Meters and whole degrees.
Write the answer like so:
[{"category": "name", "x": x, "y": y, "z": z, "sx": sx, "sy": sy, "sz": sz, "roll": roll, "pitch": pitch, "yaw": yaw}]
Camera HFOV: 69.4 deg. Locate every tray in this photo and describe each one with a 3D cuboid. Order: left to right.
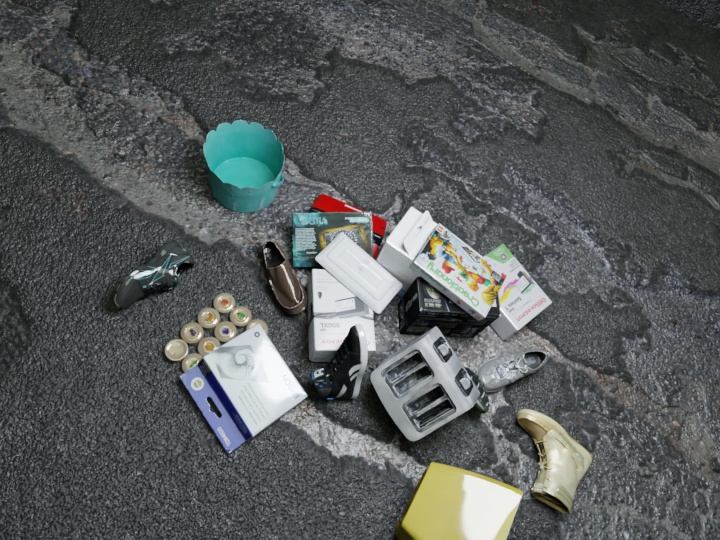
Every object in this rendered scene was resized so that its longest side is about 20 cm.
[{"category": "tray", "x": 0.000, "y": 0.000, "z": 1.225, "sx": 0.200, "sy": 0.022, "sz": 0.107, "roll": 41, "pitch": 58, "yaw": 5}]

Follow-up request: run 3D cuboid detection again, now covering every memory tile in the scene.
[{"category": "memory tile", "x": -0.320, "y": 0.155, "z": 1.166, "sx": 0.153, "sy": 0.017, "sz": 0.200, "roll": 38, "pitch": 62, "yaw": 6}]

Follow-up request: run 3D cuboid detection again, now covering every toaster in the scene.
[{"category": "toaster", "x": 0.132, "y": 0.248, "z": 1.136, "sx": 0.199, "sy": 0.119, "sz": 0.182, "roll": -35, "pitch": 81, "yaw": 15}]

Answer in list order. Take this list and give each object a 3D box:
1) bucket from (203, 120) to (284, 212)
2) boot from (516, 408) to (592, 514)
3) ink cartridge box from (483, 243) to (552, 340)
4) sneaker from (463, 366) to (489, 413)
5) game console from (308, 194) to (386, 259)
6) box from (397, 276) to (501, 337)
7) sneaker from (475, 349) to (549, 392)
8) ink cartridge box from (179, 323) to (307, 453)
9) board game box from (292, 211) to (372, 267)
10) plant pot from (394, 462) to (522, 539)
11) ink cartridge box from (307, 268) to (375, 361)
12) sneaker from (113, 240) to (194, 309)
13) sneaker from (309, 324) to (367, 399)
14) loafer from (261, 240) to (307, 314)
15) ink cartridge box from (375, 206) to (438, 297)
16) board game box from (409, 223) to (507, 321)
[{"category": "bucket", "x": -0.291, "y": -0.256, "z": 1.309, "sx": 0.205, "sy": 0.135, "sz": 0.209, "roll": 6, "pitch": 64, "yaw": -11}, {"category": "boot", "x": 0.418, "y": 0.429, "z": 1.182, "sx": 0.200, "sy": 0.073, "sz": 0.156, "roll": 41, "pitch": 59, "yaw": 2}, {"category": "ink cartridge box", "x": 0.371, "y": 0.055, "z": 1.349, "sx": 0.144, "sy": 0.084, "sz": 0.201, "roll": -31, "pitch": 75, "yaw": -25}, {"category": "sneaker", "x": 0.218, "y": 0.259, "z": 1.218, "sx": 0.200, "sy": 0.080, "sz": 0.074, "roll": 42, "pitch": 25, "yaw": 12}, {"category": "game console", "x": -0.048, "y": -0.088, "z": 1.354, "sx": 0.199, "sy": 0.119, "sz": 0.173, "roll": 23, "pitch": 30, "yaw": -3}, {"category": "box", "x": 0.207, "y": 0.092, "z": 1.245, "sx": 0.198, "sy": 0.164, "sz": 0.087, "roll": 4, "pitch": 63, "yaw": -11}, {"category": "sneaker", "x": 0.368, "y": 0.230, "z": 1.262, "sx": 0.199, "sy": 0.082, "sz": 0.075, "roll": -20, "pitch": 70, "yaw": -22}, {"category": "ink cartridge box", "x": -0.248, "y": 0.247, "z": 1.112, "sx": 0.199, "sy": 0.041, "sz": 0.200, "roll": -33, "pitch": 81, "yaw": -27}, {"category": "board game box", "x": -0.068, "y": -0.076, "z": 1.283, "sx": 0.198, "sy": 0.028, "sz": 0.137, "roll": 0, "pitch": 91, "yaw": -1}, {"category": "plant pot", "x": 0.178, "y": 0.499, "z": 1.030, "sx": 0.175, "sy": 0.201, "sz": 0.201, "roll": 27, "pitch": 60, "yaw": 14}, {"category": "ink cartridge box", "x": -0.047, "y": 0.106, "z": 1.219, "sx": 0.143, "sy": 0.084, "sz": 0.202, "roll": 2, "pitch": 64, "yaw": -14}, {"category": "sneaker", "x": -0.460, "y": 0.017, "z": 1.167, "sx": 0.079, "sy": 0.075, "sz": 0.200, "roll": 37, "pitch": 62, "yaw": 4}, {"category": "sneaker", "x": -0.051, "y": 0.205, "z": 1.108, "sx": 0.111, "sy": 0.201, "sz": 0.073, "roll": -3, "pitch": 35, "yaw": -17}, {"category": "loafer", "x": -0.191, "y": 0.013, "z": 1.230, "sx": 0.073, "sy": 0.071, "sz": 0.201, "roll": -29, "pitch": 69, "yaw": -5}, {"category": "ink cartridge box", "x": 0.124, "y": -0.042, "z": 1.269, "sx": 0.125, "sy": 0.200, "sz": 0.129, "roll": 34, "pitch": 61, "yaw": 5}, {"category": "board game box", "x": 0.220, "y": 0.003, "z": 1.166, "sx": 0.199, "sy": 0.035, "sz": 0.127, "roll": 37, "pitch": 62, "yaw": -3}]
